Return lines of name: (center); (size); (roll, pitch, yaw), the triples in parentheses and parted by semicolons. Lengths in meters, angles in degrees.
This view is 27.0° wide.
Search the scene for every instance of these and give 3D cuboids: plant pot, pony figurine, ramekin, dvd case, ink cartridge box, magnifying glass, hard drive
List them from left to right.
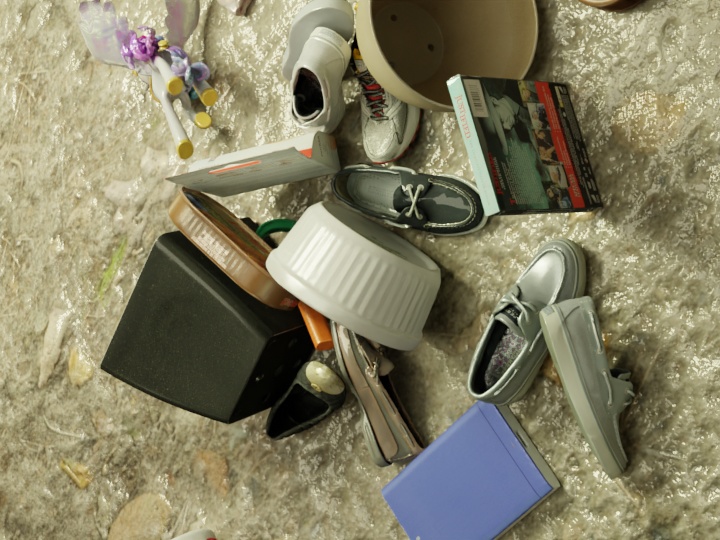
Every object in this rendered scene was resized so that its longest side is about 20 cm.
pony figurine: (-0.255, -0.268, 1.911); (0.200, 0.166, 0.193); (51, 155, 41)
plant pot: (-0.164, 0.074, 1.843); (0.177, 0.200, 0.200); (36, 114, 19)
ink cartridge box: (-0.127, -0.131, 1.754); (0.162, 0.200, 0.050); (-12, 82, 13)
magnifying glass: (-0.073, 0.014, 1.807); (0.022, 0.079, 0.200); (104, 150, -45)
ramekin: (0.000, 0.000, 1.702); (0.202, 0.202, 0.094); (35, 101, 31)
plant pot: (0.074, -0.263, 1.643); (0.134, 0.200, 0.201); (168, 95, -66)
hard drive: (0.122, 0.250, 1.721); (0.200, 0.025, 0.132); (-47, 66, 30)
dvd case: (0.173, -0.128, 1.548); (0.022, 0.200, 0.146); (-22, 80, 37)

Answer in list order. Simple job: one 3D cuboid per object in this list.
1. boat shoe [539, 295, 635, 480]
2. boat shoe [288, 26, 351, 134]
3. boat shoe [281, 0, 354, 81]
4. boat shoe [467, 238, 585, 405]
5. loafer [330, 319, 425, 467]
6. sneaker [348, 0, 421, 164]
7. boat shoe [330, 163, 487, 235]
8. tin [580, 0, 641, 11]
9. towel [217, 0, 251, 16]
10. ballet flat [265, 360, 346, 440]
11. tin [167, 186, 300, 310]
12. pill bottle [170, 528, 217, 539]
boat shoe: (0.252, 0.122, 1.576); (0.071, 0.070, 0.201); (-22, 101, 1)
boat shoe: (-0.054, -0.202, 1.748); (0.072, 0.069, 0.200); (34, 155, 2)
boat shoe: (-0.053, -0.281, 1.755); (0.200, 0.069, 0.057); (134, 146, -67)
boat shoe: (0.177, 0.058, 1.623); (0.070, 0.071, 0.201); (33, 106, 32)
loafer: (0.023, 0.131, 1.763); (0.063, 0.072, 0.200); (-14, 99, 21)
sneaker: (0.018, -0.223, 1.739); (0.078, 0.082, 0.200); (1, 94, 38)
boat shoe: (0.054, -0.081, 1.733); (0.200, 0.060, 0.076); (9, 99, 38)
tin: (0.289, -0.352, 1.540); (0.200, 0.042, 0.112); (-39, 64, 33)
towel: (-0.175, -0.456, 1.911); (0.200, 0.032, 0.191); (46, 119, 28)
ballet flat: (-0.064, 0.161, 1.795); (0.066, 0.057, 0.200); (42, 151, 4)
tin: (-0.144, -0.024, 1.753); (0.200, 0.112, 0.042); (42, 105, 22)
pill bottle: (-0.201, 0.445, 1.934); (0.111, 0.111, 0.200); (-39, 69, 33)
